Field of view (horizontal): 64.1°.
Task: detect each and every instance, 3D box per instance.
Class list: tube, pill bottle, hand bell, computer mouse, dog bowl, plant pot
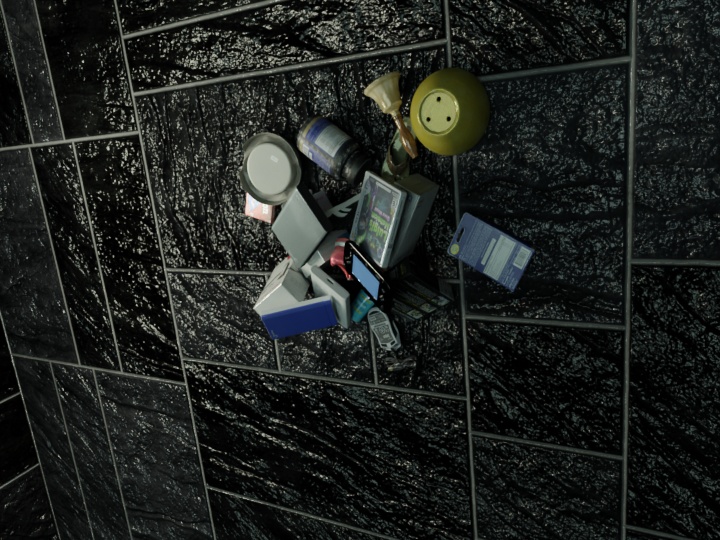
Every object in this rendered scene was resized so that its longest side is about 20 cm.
[{"bbox_3d":[0.033,0.059,1.644,0.077,0.050,0.202,38,115,4],"label":"tube"},{"bbox_3d":[-0.068,-0.318,1.540,0.198,0.111,0.114,39,120,13],"label":"pill bottle"},{"bbox_3d":[0.096,-0.375,1.431,0.102,0.103,0.205,-26,91,32],"label":"hand bell"},{"bbox_3d":[0.087,0.191,1.655,0.107,0.044,0.205,-16,102,36],"label":"computer mouse"},{"bbox_3d":[-0.256,-0.296,1.663,0.193,0.059,0.207,5,110,14],"label":"dog bowl"},{"bbox_3d":[0.196,-0.369,1.345,0.193,0.142,0.208,6,106,20],"label":"plant pot"}]

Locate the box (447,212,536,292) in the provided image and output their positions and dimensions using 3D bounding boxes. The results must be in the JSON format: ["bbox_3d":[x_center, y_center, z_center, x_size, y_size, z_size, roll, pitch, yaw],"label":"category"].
[{"bbox_3d":[0.327,-0.051,1.448,0.197,0.032,0.124,31,118,16],"label":"box"}]

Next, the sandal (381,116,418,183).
[{"bbox_3d":[0.096,-0.294,1.485,0.078,0.057,0.207,21,112,17],"label":"sandal"}]

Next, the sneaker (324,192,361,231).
[{"bbox_3d":[-0.033,-0.122,1.540,0.114,0.197,0.073,58,161,2],"label":"sneaker"}]

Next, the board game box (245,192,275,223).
[{"bbox_3d":[-0.298,-0.255,1.743,0.100,0.019,0.207,18,113,22],"label":"board game box"}]

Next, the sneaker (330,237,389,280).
[{"bbox_3d":[0.000,0.000,1.554,0.197,0.088,0.073,34,158,-13],"label":"sneaker"}]

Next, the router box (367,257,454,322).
[{"bbox_3d":[0.131,0.056,1.504,0.147,0.198,0.052,-30,49,31],"label":"router box"}]

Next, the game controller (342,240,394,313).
[{"bbox_3d":[0.018,0.013,1.425,0.200,0.041,0.106,47,156,33],"label":"game controller"}]

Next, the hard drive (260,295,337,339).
[{"bbox_3d":[-0.167,0.133,1.599,0.193,0.026,0.133,-13,146,0],"label":"hard drive"}]

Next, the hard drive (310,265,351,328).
[{"bbox_3d":[-0.081,0.078,1.610,0.131,0.027,0.202,38,158,18],"label":"hard drive"}]

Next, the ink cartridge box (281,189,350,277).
[{"bbox_3d":[-0.135,-0.113,1.616,0.204,0.127,0.125,58,142,2],"label":"ink cartridge box"}]

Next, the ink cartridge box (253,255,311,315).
[{"bbox_3d":[-0.213,0.041,1.672,0.083,0.202,0.146,41,124,-17],"label":"ink cartridge box"}]

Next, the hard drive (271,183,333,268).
[{"bbox_3d":[-0.156,-0.112,1.508,0.141,0.032,0.200,54,143,8],"label":"hard drive"}]

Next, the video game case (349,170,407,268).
[{"bbox_3d":[0.038,-0.131,1.417,0.200,0.023,0.188,43,123,56],"label":"video game case"}]

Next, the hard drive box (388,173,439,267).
[{"bbox_3d":[0.112,-0.130,1.472,0.075,0.155,0.205,29,117,17],"label":"hard drive box"}]
